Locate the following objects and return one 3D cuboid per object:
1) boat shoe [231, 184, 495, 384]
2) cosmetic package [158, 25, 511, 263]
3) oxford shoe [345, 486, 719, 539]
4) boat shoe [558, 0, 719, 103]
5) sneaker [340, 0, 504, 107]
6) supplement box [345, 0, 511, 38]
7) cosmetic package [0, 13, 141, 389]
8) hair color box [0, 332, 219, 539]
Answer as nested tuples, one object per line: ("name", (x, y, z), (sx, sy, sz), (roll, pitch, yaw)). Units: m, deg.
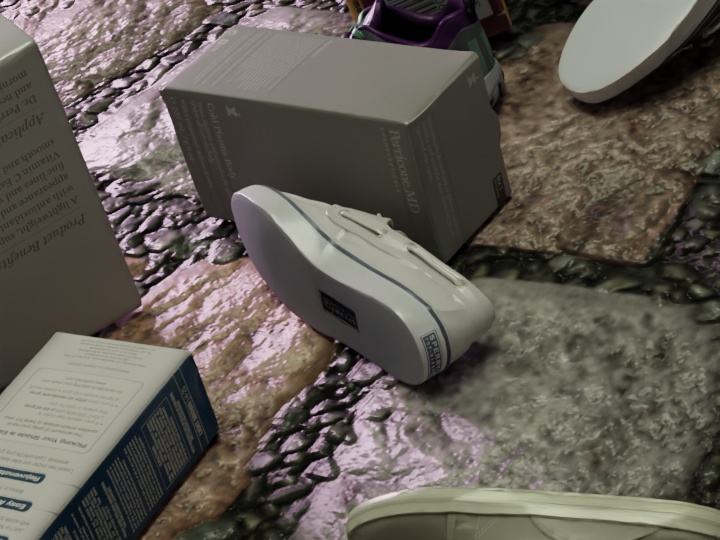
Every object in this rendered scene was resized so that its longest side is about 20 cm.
("boat shoe", (0.000, 0.000, 1.223), (0.065, 0.074, 0.200), (-29, 45, -25))
("cosmetic package", (-0.014, -0.081, 1.304), (0.199, 0.107, 0.090), (12, 43, 40))
("oxford shoe", (0.079, 0.136, 0.989), (0.199, 0.075, 0.058), (0, 73, 29))
("boat shoe", (0.214, -0.175, 1.369), (0.200, 0.068, 0.072), (-47, 46, -4))
("sneaker", (-0.007, -0.142, 1.403), (0.198, 0.088, 0.075), (-7, 35, 15))
("supplement box", (0.026, -0.247, 1.491), (0.103, 0.131, 0.201), (-23, 34, 7))
("cosmetic package", (-0.263, -0.046, 1.282), (0.164, 0.201, 0.165), (-30, 36, -18))
("hair color box", (-0.171, 0.121, 1.125), (0.099, 0.061, 0.200), (6, 40, 32))
